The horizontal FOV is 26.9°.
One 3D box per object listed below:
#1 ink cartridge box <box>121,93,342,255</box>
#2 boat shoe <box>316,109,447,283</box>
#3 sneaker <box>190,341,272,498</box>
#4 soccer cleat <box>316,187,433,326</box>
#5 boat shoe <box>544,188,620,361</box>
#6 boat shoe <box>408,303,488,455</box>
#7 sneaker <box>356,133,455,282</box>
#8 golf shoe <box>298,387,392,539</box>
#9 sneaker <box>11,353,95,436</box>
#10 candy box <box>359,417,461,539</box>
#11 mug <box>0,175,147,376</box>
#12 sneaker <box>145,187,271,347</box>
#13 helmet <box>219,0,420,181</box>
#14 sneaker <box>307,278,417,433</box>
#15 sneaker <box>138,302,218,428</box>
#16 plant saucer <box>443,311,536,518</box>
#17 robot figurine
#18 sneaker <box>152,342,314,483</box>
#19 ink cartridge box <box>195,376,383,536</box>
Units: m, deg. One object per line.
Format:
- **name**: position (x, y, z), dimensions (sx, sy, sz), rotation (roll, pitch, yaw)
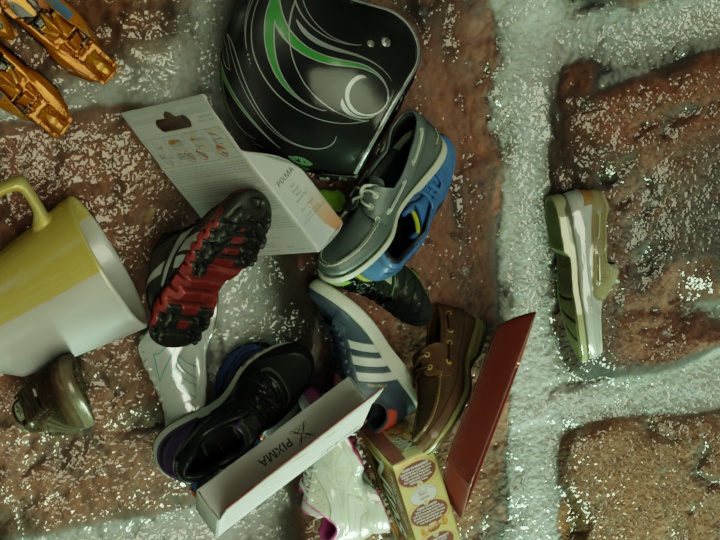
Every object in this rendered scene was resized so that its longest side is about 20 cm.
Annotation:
- **ink cartridge box**: position (-0.130, -0.101, 1.510), dimensions (0.050, 0.162, 0.201), rotation (-48, 116, -29)
- **boat shoe**: position (0.012, -0.078, 1.530), dimensions (0.200, 0.073, 0.062), rotation (-53, 139, -17)
- **sneaker**: position (-0.126, 0.175, 1.634), dimensions (0.075, 0.078, 0.201), rotation (10, 102, -22)
- **soccer cleat**: position (0.000, 0.000, 1.625), dimensions (0.200, 0.067, 0.081), rotation (47, 50, -20)
- **boat shoe**: position (0.262, 0.006, 1.722), dimensions (0.068, 0.075, 0.201), rotation (-13, 108, -9)
- **boat shoe**: position (0.083, 0.116, 1.648), dimensions (0.067, 0.201, 0.072), rotation (31, 134, -10)
- **sneaker**: position (0.061, -0.070, 1.595), dimensions (0.066, 0.078, 0.201), rotation (43, 60, -18)
- **golf shoe**: position (-0.035, 0.227, 1.686), dimensions (0.091, 0.075, 0.201), rotation (-26, 111, -7)
- **sneaker**: position (-0.309, 0.137, 1.502), dimensions (0.075, 0.200, 0.071), rotation (-18, 77, -13)
- **candy box**: position (0.066, 0.274, 1.709), dimensions (0.055, 0.115, 0.201), rotation (-21, 111, -13)
- **mug**: position (-0.323, 0.012, 1.501), dimensions (0.153, 0.149, 0.187), rotation (-30, 86, 1)
- **sneaker**: position (-0.158, -0.019, 1.497), dimensions (0.070, 0.098, 0.201), rotation (11, 130, -37)
- **helmet**: position (-0.048, -0.202, 1.494), dimensions (0.190, 0.200, 0.201), rotation (30, 95, 0)
- **sneaker**: position (-0.010, 0.100, 1.655), dimensions (0.084, 0.075, 0.200), rotation (-42, 114, -8)
- **sneaker**: position (-0.198, 0.100, 1.600), dimensions (0.080, 0.070, 0.202), rotation (5, 98, -11)
- **plant saucer**: position (0.135, 0.156, 1.647), dimensions (0.036, 0.200, 0.201), rotation (21, 72, 8)
- **robot figurine**: position (-0.338, -0.229, 1.455), dimensions (0.200, 0.058, 0.145), rotation (41, 89, -25)
- **sneaker**: position (-0.115, 0.153, 1.553), dimensions (0.200, 0.087, 0.076), rotation (-40, 109, -18)
- **ink cartridge box**: position (-0.075, 0.182, 1.529), dimensions (0.200, 0.176, 0.045), rotation (-36, 79, -18)
